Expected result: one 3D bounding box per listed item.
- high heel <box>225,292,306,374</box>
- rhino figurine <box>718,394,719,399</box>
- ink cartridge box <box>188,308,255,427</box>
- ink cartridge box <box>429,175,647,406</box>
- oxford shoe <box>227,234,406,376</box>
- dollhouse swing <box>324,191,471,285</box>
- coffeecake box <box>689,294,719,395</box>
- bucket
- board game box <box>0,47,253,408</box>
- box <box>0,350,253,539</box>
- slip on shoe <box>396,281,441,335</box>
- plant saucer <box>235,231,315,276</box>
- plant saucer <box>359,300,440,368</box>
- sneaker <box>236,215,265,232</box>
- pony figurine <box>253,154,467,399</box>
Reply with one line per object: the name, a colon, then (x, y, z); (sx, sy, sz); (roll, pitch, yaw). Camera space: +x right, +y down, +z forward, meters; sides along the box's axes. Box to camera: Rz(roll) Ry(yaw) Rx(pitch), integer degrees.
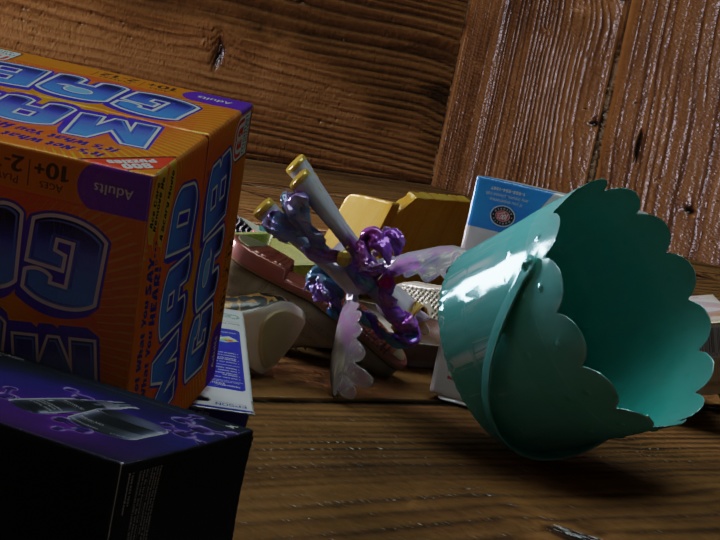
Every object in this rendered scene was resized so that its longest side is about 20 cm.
high heel: (-0.141, 0.037, 1.443); (0.142, 0.072, 0.200); (22, 20, 25)
rhino figurine: (0.449, 0.135, 1.725); (0.087, 0.060, 0.199); (-19, 26, -37)
ink cartridge box: (-0.132, 0.074, 1.245); (0.099, 0.040, 0.200); (10, 17, -9)
ink cartridge box: (0.159, 0.030, 1.512); (0.145, 0.202, 0.084); (15, 5, 20)
oxford shoe: (-0.049, 0.047, 1.579); (0.199, 0.074, 0.071); (34, 13, 10)
dollhouse swing: (0.006, -0.058, 2.133); (0.176, 0.183, 0.199); (41, 23, 31)
coffeecake box: (0.298, 0.077, 1.723); (0.152, 0.074, 0.200); (-6, 6, 5)
bucket: (0.167, 0.045, 1.336); (0.134, 0.209, 0.206); (-25, -19, 39)
board game box: (-0.201, -0.011, 1.080); (0.198, 0.202, 0.200); (13, 19, 9)
box: (-0.179, 0.100, 0.900); (0.199, 0.080, 0.141); (15, 5, 22)
slip on shoe: (0.109, 0.052, 1.793); (0.061, 0.075, 0.199); (10, 2, -40)
plant saucer: (-0.158, 0.002, 1.705); (0.198, 0.048, 0.200); (-2, 10, -16)
plant saucer: (0.018, 0.063, 1.698); (0.198, 0.032, 0.200); (11, 7, -1)
sneaker: (-0.108, -0.015, 2.018); (0.199, 0.071, 0.093); (14, -11, 32)
pony figurine: (0.000, 0.000, 1.466); (0.200, 0.166, 0.193); (47, 4, -10)
